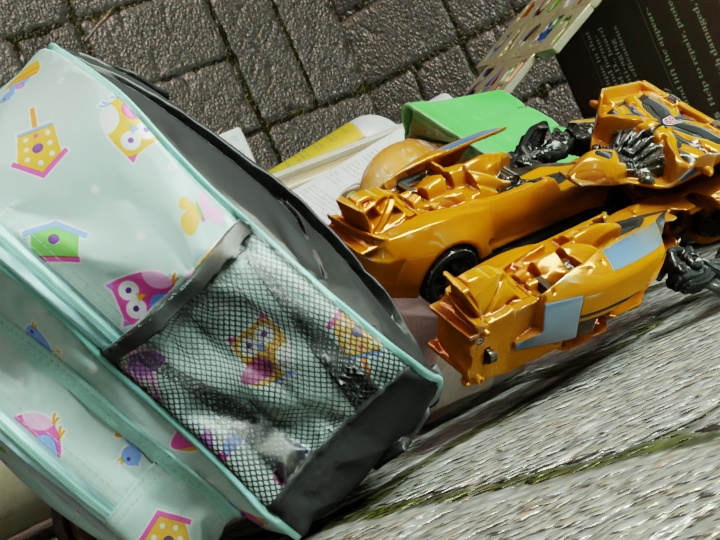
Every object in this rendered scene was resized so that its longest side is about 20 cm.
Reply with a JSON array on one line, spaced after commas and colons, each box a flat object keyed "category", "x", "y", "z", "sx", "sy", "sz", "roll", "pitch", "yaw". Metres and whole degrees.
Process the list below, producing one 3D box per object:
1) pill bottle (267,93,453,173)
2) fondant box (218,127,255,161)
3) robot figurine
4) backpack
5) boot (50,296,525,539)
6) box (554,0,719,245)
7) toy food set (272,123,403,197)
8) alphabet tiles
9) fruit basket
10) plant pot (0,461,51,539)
[{"category": "pill bottle", "x": -0.008, "y": -0.034, "z": 1.161, "sx": 0.200, "sy": 0.112, "sz": 0.112, "roll": -32, "pitch": 3, "yaw": -5}, {"category": "fondant box", "x": -0.124, "y": 0.006, "z": 1.373, "sx": 0.144, "sy": 0.200, "sz": 0.058, "roll": -24, "pitch": 3, "yaw": -15}, {"category": "robot figurine", "x": 0.092, "y": -0.024, "z": 0.748, "sx": 0.200, "sy": 0.058, "sz": 0.145, "roll": -25, "pitch": 44, "yaw": -30}, {"category": "backpack", "x": -0.088, "y": 0.015, "z": 0.674, "sx": 0.153, "sy": 0.200, "sz": 0.176, "roll": -40, "pitch": 6, "yaw": -7}, {"category": "boot", "x": -0.032, "y": 0.061, "z": 0.800, "sx": 0.200, "sy": 0.064, "sz": 0.187, "roll": 6, "pitch": 62, "yaw": 32}, {"category": "box", "x": 0.241, "y": -0.124, "z": 1.008, "sx": 0.166, "sy": 0.164, "sz": 0.200, "roll": -25, "pitch": 2, "yaw": -18}, {"category": "toy food set", "x": 0.000, "y": 0.000, "z": 1.077, "sx": 0.200, "sy": 0.144, "sz": 0.060, "roll": -21, "pitch": 35, "yaw": -12}, {"category": "alphabet tiles", "x": 0.133, "y": -0.175, "z": 1.032, "sx": 0.200, "sy": 0.006, "sz": 0.166, "roll": -51, "pitch": 10, "yaw": -5}, {"category": "fruit basket", "x": 0.036, "y": -0.009, "z": 0.914, "sx": 0.200, "sy": 0.094, "sz": 0.185, "roll": -34, "pitch": 44, "yaw": -20}, {"category": "plant pot", "x": -0.205, "y": 0.072, "z": 1.001, "sx": 0.183, "sy": 0.201, "sz": 0.200, "roll": -14, "pitch": -2, "yaw": -23}]
